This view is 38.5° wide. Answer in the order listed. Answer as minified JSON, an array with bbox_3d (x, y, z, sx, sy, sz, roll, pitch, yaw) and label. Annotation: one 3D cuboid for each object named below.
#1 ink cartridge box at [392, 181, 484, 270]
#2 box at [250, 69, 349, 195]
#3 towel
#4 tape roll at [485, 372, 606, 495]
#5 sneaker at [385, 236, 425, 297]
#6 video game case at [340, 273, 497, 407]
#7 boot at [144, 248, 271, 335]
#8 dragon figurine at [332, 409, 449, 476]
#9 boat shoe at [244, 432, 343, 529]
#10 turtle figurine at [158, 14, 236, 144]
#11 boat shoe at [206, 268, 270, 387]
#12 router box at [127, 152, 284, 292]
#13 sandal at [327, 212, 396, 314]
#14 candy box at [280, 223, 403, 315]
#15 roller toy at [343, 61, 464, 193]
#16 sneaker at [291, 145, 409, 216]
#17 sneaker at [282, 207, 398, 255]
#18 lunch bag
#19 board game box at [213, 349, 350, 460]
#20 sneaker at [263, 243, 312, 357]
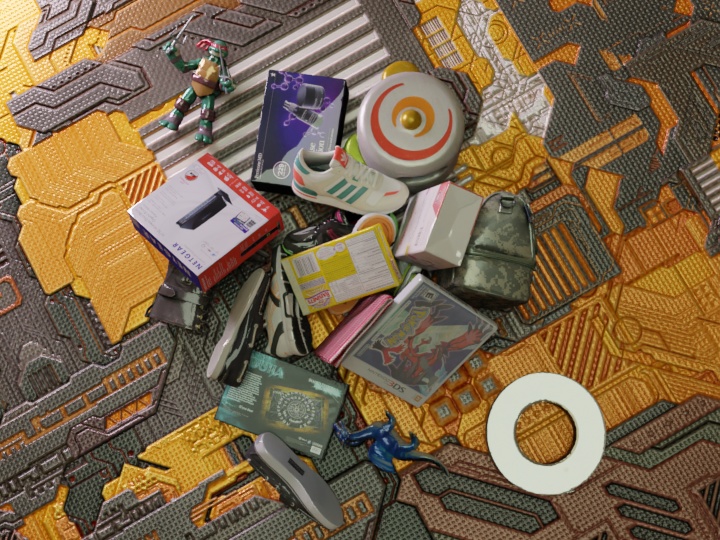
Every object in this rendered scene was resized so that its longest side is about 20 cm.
[{"bbox_3d":[0.117,-0.066,1.648,0.067,0.200,0.117,22,83,-13],"label":"ink cartridge box"},{"bbox_3d":[-0.104,-0.234,1.787,0.140,0.079,0.202,7,82,6],"label":"box"},{"bbox_3d":[-0.012,0.095,1.674,0.022,0.200,0.145,43,84,-7],"label":"towel"},{"bbox_3d":[0.308,0.271,1.715,0.201,0.037,0.205,0,82,2],"label":"tape roll"},{"bbox_3d":[0.087,-0.046,1.755,0.080,0.074,0.201,25,81,10],"label":"sneaker"},{"bbox_3d":[0.095,0.118,1.665,0.182,0.023,0.200,31,111,-31],"label":"video game case"},{"bbox_3d":[-0.260,0.025,1.766,0.198,0.069,0.176,9,85,11],"label":"boot"},{"bbox_3d":[0.047,0.300,1.709,0.200,0.059,0.100,39,86,4],"label":"dragon figurine"},{"bbox_3d":[-0.114,0.359,1.707,0.200,0.070,0.066,46,117,-6],"label":"boat shoe"},{"bbox_3d":[-0.272,-0.331,1.797,0.149,0.101,0.201,22,99,20],"label":"turtle figurine"},{"bbox_3d":[-0.190,0.097,1.717,0.060,0.074,0.201,25,81,-20],"label":"boat shoe"},{"bbox_3d":[-0.258,-0.084,1.726,0.179,0.049,0.200,-40,60,-21],"label":"router box"},{"bbox_3d":[0.007,0.002,1.710,0.079,0.059,0.208,11,120,-26],"label":"sandal"},{"bbox_3d":[-0.032,0.000,1.671,0.199,0.026,0.103,-18,100,34],"label":"candy box"},{"bbox_3d":[0.085,-0.235,1.740,0.182,0.140,0.201,30,79,7],"label":"roller toy"},{"bbox_3d":[-0.017,-0.151,1.677,0.198,0.094,0.071,12,52,7],"label":"sneaker"},{"bbox_3d":[-0.038,-0.075,1.738,0.198,0.084,0.077,-14,43,4],"label":"sneaker"},{"bbox_3d":[0.209,-0.031,1.680,0.138,0.200,0.169,9,82,-5],"label":"lunch bag"},{"bbox_3d":[-0.132,0.223,1.744,0.199,0.028,0.136,20,83,6],"label":"board game box"},{"bbox_3d":[-0.137,0.052,1.748,0.080,0.074,0.202,-18,67,31],"label":"sneaker"}]
